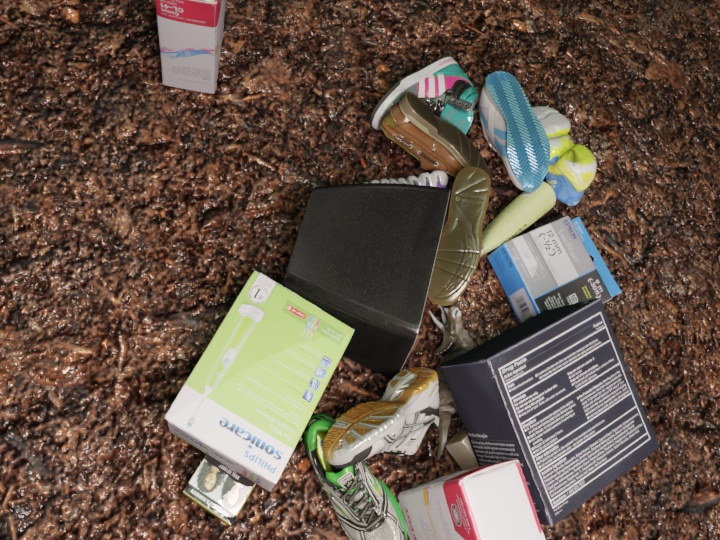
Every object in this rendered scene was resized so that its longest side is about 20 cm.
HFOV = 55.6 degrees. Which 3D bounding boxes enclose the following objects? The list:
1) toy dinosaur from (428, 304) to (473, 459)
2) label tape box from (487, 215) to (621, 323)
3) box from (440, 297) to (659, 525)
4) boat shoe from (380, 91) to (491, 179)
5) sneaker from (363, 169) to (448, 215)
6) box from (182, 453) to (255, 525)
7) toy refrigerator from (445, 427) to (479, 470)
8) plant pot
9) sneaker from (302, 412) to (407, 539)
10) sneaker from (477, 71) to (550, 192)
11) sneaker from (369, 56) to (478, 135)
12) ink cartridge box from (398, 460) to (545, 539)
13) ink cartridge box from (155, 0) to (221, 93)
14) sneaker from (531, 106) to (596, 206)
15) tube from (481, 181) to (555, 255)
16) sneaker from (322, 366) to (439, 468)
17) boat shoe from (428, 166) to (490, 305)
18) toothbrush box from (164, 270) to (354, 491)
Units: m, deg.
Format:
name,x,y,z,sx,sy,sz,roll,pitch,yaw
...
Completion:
name,x,y,z,sx,sy,sz,roll,pitch,yaw
toy dinosaur,0.130,0.158,0.941,0.077,0.100,0.205,33,70,-52
label tape box,0.314,-0.001,1.054,0.196,0.066,0.146,-22,78,-21
box,0.236,0.169,0.857,0.196,0.123,0.203,-21,90,-26
boat shoe,0.116,-0.187,1.041,0.199,0.068,0.073,37,35,-24
sneaker,0.051,-0.085,1.002,0.195,0.080,0.091,-12,82,-21
box,-0.135,0.206,0.852,0.074,0.050,0.202,33,64,0
toy refrigerator,0.217,0.204,0.948,0.199,0.070,0.076,-37,84,-24
plant pot,0.000,0.000,0.898,0.173,0.200,0.204,16,66,1
sneaker,-0.013,0.271,0.839,0.077,0.085,0.202,-36,82,-3
sneaker,0.244,-0.214,1.096,0.074,0.081,0.205,-10,70,-10
sneaker,0.116,-0.248,1.078,0.199,0.084,0.121,-37,74,-26
ink cartridge box,0.131,0.315,0.802,0.084,0.200,0.151,-12,74,-20
ink cartridge box,-0.231,-0.368,0.948,0.083,0.200,0.152,7,68,-12
sneaker,0.313,-0.182,1.122,0.074,0.107,0.203,-6,43,-8
tube,0.226,-0.069,1.054,0.051,0.059,0.199,30,53,35
sneaker,0.038,0.198,0.829,0.198,0.075,0.090,-26,112,-42
boat shoe,0.144,-0.044,0.979,0.070,0.066,0.206,13,80,14
toothbrush box,-0.117,0.130,0.812,0.143,0.086,0.203,28,64,0
